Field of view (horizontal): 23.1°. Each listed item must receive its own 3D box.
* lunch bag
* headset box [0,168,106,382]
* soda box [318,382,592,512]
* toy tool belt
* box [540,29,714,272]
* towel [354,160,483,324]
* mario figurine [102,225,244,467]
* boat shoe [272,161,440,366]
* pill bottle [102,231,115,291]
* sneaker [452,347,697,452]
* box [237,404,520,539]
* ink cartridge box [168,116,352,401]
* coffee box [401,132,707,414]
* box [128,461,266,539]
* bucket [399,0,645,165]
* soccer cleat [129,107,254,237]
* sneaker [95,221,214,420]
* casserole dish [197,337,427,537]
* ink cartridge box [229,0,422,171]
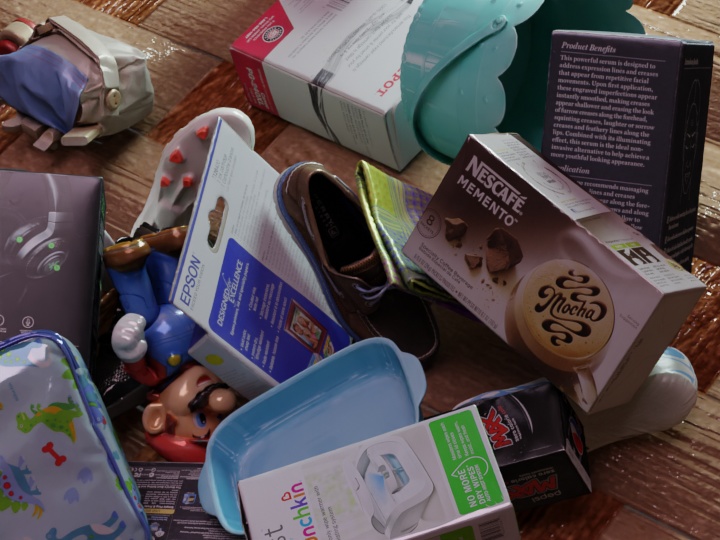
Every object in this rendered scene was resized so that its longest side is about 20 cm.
[{"bbox_3d":[-0.254,0.158,1.309,0.160,0.082,0.201,-22,87,-4],"label":"lunch bag"},{"bbox_3d":[-0.296,0.012,1.412,0.173,0.093,0.202,3,78,-6],"label":"headset box"},{"bbox_3d":[0.070,0.151,1.334,0.199,0.071,0.064,-18,48,17],"label":"soda box"},{"bbox_3d":[-0.306,-0.181,1.715,0.199,0.125,0.123,21,49,30],"label":"toy tool belt"},{"bbox_3d":[0.212,-0.089,1.418,0.106,0.202,0.148,8,9,20],"label":"box"},{"bbox_3d":[0.086,-0.013,1.447,0.023,0.199,0.144,-47,42,28],"label":"towel"},{"bbox_3d":[-0.134,0.066,1.418,0.123,0.201,0.106,-17,6,-10],"label":"mario figurine"},{"bbox_3d":[0.000,0.000,1.439,0.072,0.200,0.072,-41,9,-12],"label":"boat shoe"},{"bbox_3d":[-0.302,0.032,1.521,0.200,0.116,0.115,-44,53,-17],"label":"pill bottle"},{"bbox_3d":[0.166,0.106,1.387,0.198,0.072,0.073,-13,20,8],"label":"sneaker"},{"bbox_3d":[0.026,0.214,1.231,0.175,0.201,0.097,-18,47,-1],"label":"box"},{"bbox_3d":[-0.081,0.010,1.443,0.047,0.200,0.199,-24,39,36],"label":"ink cartridge box"},{"bbox_3d":[0.143,-0.002,1.324,0.200,0.113,0.080,42,26,25],"label":"coffee box"},{"bbox_3d":[-0.163,0.225,1.371,0.198,0.049,0.162,-1,48,14],"label":"box"},{"bbox_3d":[0.140,-0.170,1.541,0.134,0.208,0.207,22,57,42],"label":"bucket"},{"bbox_3d":[-0.150,-0.080,1.553,0.069,0.200,0.078,29,39,-10],"label":"soccer cleat"},{"bbox_3d":[-0.192,0.036,1.494,0.076,0.115,0.200,11,51,48],"label":"sneaker"},{"bbox_3d":[-0.030,0.132,1.332,0.199,0.039,0.122,-30,45,12],"label":"casserole dish"},{"bbox_3d":[0.000,-0.197,1.675,0.199,0.084,0.145,27,60,32],"label":"ink cartridge box"}]
